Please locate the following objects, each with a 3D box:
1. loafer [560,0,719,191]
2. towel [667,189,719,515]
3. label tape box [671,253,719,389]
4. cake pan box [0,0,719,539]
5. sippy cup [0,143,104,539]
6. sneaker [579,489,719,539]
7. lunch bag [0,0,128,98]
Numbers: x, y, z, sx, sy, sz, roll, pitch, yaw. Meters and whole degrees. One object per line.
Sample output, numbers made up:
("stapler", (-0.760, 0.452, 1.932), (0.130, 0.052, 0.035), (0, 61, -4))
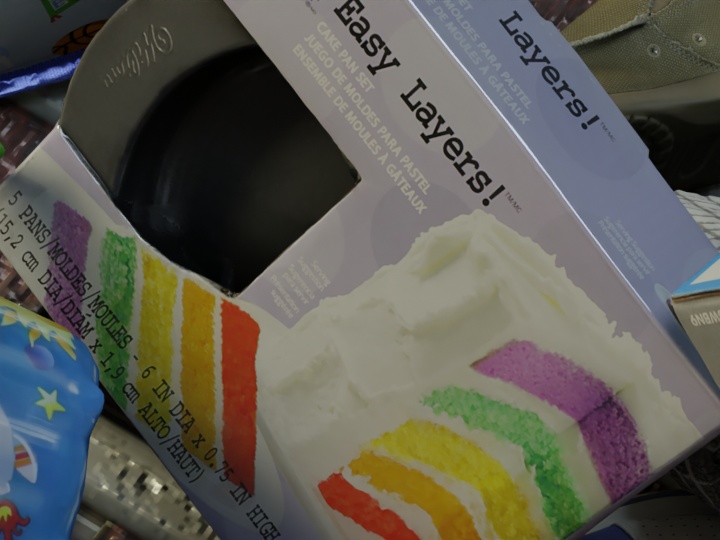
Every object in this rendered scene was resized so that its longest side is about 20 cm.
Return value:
("loafer", (0.088, -0.060, 1.007), (0.199, 0.076, 0.068), (-11, 55, -36))
("towel", (0.172, 0.037, 0.903), (0.199, 0.086, 0.166), (9, 10, -15))
("label tape box", (0.191, 0.050, 0.763), (0.144, 0.063, 0.201), (-38, 103, -30))
("cake pan box", (0.000, 0.000, 0.821), (0.200, 0.184, 0.052), (53, 38, 3))
("sippy cup", (-0.148, 0.048, 0.815), (0.130, 0.179, 0.140), (17, 21, -17))
("sneaker", (0.148, 0.118, 0.841), (0.198, 0.081, 0.115), (5, 7, -14))
("lunch bag", (-0.158, -0.148, 0.969), (0.199, 0.124, 0.171), (-17, 58, -11))
